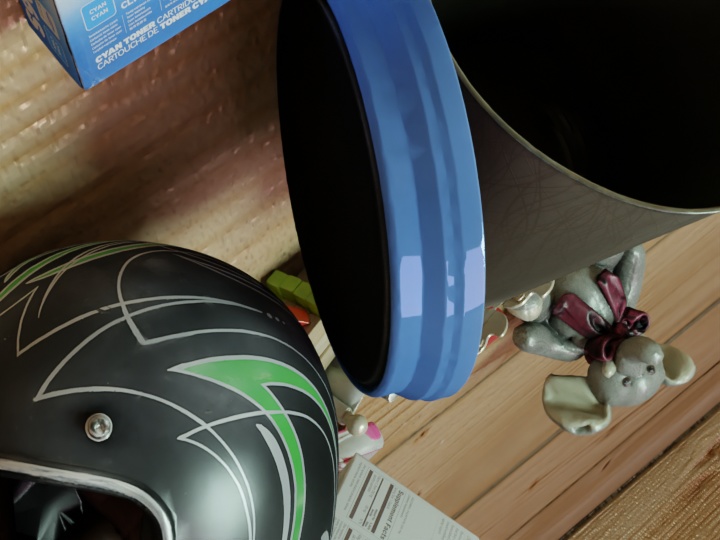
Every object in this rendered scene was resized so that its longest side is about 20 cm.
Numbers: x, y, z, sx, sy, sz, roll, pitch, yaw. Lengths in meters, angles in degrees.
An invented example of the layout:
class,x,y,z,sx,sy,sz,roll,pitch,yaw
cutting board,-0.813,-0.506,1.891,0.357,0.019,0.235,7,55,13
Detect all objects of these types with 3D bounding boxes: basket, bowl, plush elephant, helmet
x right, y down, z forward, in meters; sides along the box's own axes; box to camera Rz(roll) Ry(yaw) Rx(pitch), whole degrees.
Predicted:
class,x,y,z,sx,sy,sz,roll,pitch,yaw
basket,0.076,-0.063,0.625,0.137,0.179,0.200,-65,-171,-25
bowl,0.002,-0.040,0.576,0.039,0.203,0.201,-11,151,-13
plush elephant,0.234,0.063,1.232,0.164,0.155,0.201,-35,158,-17
helmet,-0.105,0.081,0.595,0.199,0.198,0.193,-23,110,-40

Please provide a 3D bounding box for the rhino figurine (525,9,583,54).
class,x,y,z,sx,sy,sz,roll,pitch,yaw
rhino figurine,0.143,-0.193,0.666,0.200,0.088,0.060,-44,160,5

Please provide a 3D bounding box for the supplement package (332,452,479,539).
class,x,y,z,sx,sy,sz,roll,pitch,yaw
supplement package,-0.022,0.255,0.857,0.156,0.110,0.200,-56,-179,31

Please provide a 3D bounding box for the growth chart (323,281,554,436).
class,x,y,z,sx,sy,sz,roll,pitch,yaw
growth chart,0.034,0.022,0.840,0.199,0.144,0.018,-39,134,-14

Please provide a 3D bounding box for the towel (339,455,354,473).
class,x,y,z,sx,sy,sz,roll,pitch,yaw
towel,-0.079,0.200,0.937,0.147,0.030,0.199,-50,158,16

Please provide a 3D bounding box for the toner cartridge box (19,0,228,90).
class,x,y,z,sx,sy,sz,roll,pitch,yaw
toner cartridge box,-0.039,-0.157,0.475,0.199,0.043,0.095,-36,157,-16

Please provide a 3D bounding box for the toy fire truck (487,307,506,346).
class,x,y,z,sx,sy,sz,roll,pitch,yaw
toy fire truck,0.136,-0.027,1.034,0.140,0.049,0.201,-34,158,-19

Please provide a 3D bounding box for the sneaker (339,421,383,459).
class,x,y,z,sx,sy,sz,roll,pitch,yaw
sneaker,-0.035,0.216,1.146,0.081,0.088,0.201,-9,141,-55

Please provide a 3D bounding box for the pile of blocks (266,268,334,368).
class,x,y,z,sx,sy,sz,roll,pitch,yaw
pile of blocks,0.000,0.000,0.815,0.198,0.082,0.063,-31,137,-9
